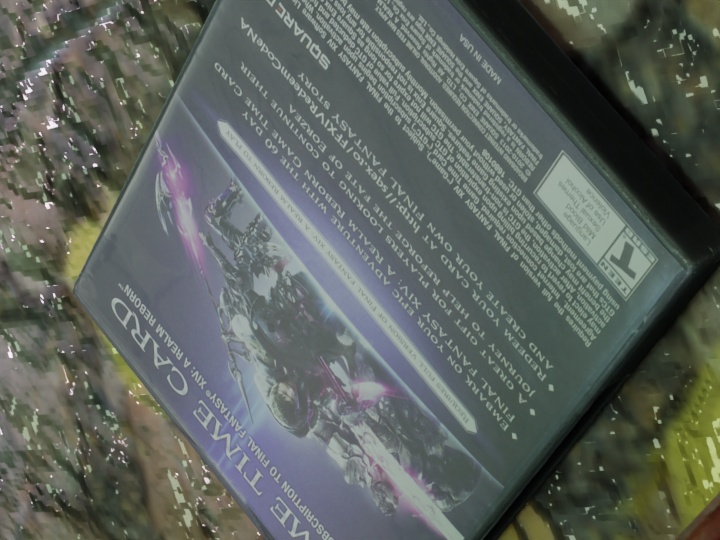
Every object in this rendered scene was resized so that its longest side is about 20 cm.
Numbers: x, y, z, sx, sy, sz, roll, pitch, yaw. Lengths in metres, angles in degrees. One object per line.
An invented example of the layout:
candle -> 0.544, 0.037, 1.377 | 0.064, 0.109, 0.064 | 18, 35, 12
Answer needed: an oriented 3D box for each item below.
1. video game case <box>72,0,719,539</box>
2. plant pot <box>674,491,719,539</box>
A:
video game case -> 0.000, 0.000, 0.708 | 0.143, 0.019, 0.200 | 50, 142, 15
plant pot -> 0.111, 0.152, 0.548 | 0.195, 0.201, 0.201 | 42, 139, 12
